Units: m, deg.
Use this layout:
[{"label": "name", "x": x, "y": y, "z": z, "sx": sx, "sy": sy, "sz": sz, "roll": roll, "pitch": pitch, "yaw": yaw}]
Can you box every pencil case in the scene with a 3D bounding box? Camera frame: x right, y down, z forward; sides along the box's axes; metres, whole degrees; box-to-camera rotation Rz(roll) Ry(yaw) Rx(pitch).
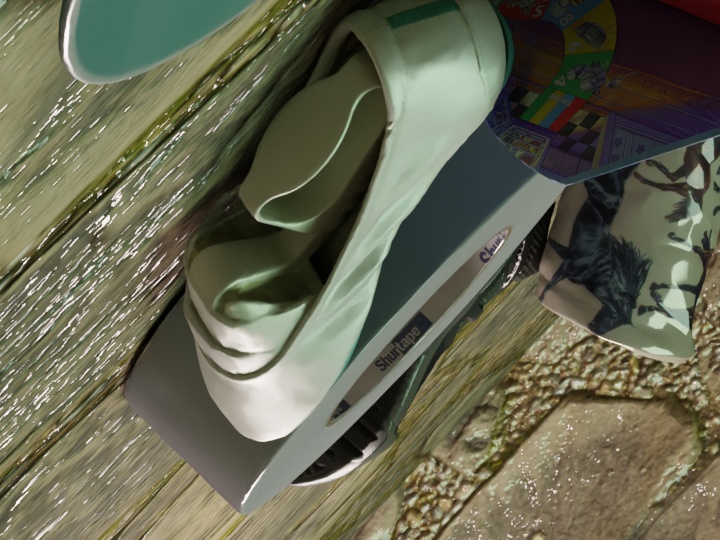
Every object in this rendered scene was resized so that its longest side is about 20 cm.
[{"label": "pencil case", "x": 0.138, "y": -0.058, "z": 1.274, "sx": 0.089, "sy": 0.078, "sz": 0.201, "roll": -5, "pitch": 113, "yaw": -59}]

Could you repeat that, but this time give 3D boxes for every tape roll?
[{"label": "tape roll", "x": 0.000, "y": 0.000, "z": 1.105, "sx": 0.200, "sy": 0.066, "sz": 0.200, "roll": -47, "pitch": 174, "yaw": -6}]

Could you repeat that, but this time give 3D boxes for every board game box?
[{"label": "board game box", "x": 0.115, "y": -0.116, "z": 0.899, "sx": 0.199, "sy": 0.039, "sz": 0.159, "roll": -18, "pitch": -134, "yaw": 22}]

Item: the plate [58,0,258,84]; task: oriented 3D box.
[{"label": "plate", "x": 0.002, "y": -0.119, "z": 0.587, "sx": 0.200, "sy": 0.026, "sz": 0.200, "roll": -47, "pitch": 173, "yaw": -8}]

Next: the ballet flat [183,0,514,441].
[{"label": "ballet flat", "x": -0.021, "y": -0.017, "z": 0.932, "sx": 0.069, "sy": 0.069, "sz": 0.200, "roll": -39, "pitch": 165, "yaw": -51}]

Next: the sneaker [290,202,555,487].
[{"label": "sneaker", "x": 0.024, "y": 0.016, "z": 1.306, "sx": 0.114, "sy": 0.076, "sz": 0.200, "roll": -25, "pitch": 152, "yaw": -57}]
